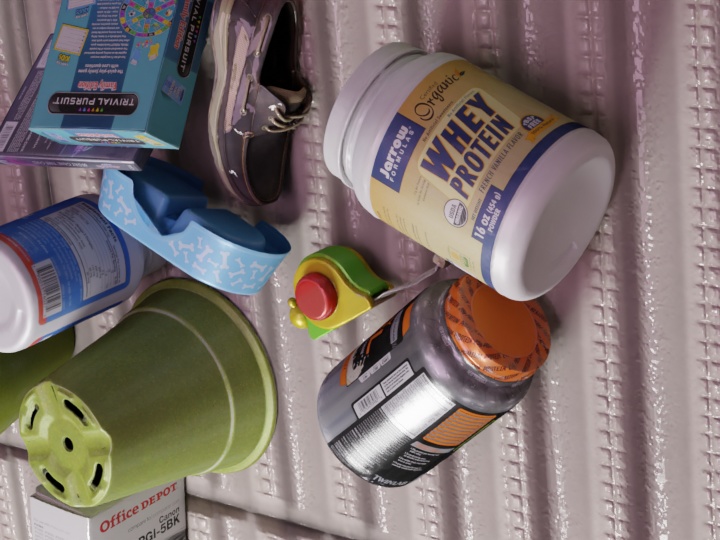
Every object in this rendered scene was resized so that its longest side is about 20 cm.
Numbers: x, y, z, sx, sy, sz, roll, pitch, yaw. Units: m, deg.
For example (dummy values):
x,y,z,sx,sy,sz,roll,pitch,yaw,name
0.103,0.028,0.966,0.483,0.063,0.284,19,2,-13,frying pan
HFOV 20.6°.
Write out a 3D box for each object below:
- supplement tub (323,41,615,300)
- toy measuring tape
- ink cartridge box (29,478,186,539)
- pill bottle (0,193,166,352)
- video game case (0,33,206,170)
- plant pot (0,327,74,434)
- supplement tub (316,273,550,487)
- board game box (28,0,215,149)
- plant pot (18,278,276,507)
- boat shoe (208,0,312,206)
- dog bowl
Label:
x,y,z,sx,sy,sz,roll,pitch,yaw,name
0.083,-0.082,1.550,0.199,0.144,0.145,32,125,26,supplement tub
0.000,0.000,1.707,0.199,0.073,0.074,-30,87,43,toy measuring tape
-0.248,0.294,1.981,0.082,0.146,0.202,16,118,33,ink cartridge box
-0.273,-0.007,1.843,0.112,0.199,0.113,16,117,34,pill bottle
-0.244,-0.157,1.813,0.199,0.144,0.019,5,151,38,video game case
-0.389,0.087,1.980,0.186,0.199,0.189,17,118,34,plant pot
0.062,0.088,1.652,0.200,0.122,0.123,-41,80,41,supplement tub
-0.203,-0.211,1.739,0.150,0.047,0.202,5,78,39,board game box
-0.213,0.130,1.856,0.199,0.189,0.202,16,116,35,plant pot
-0.085,-0.149,1.713,0.073,0.074,0.202,13,116,36,boat shoe
-0.155,-0.042,1.782,0.199,0.111,0.050,33,108,26,dog bowl
